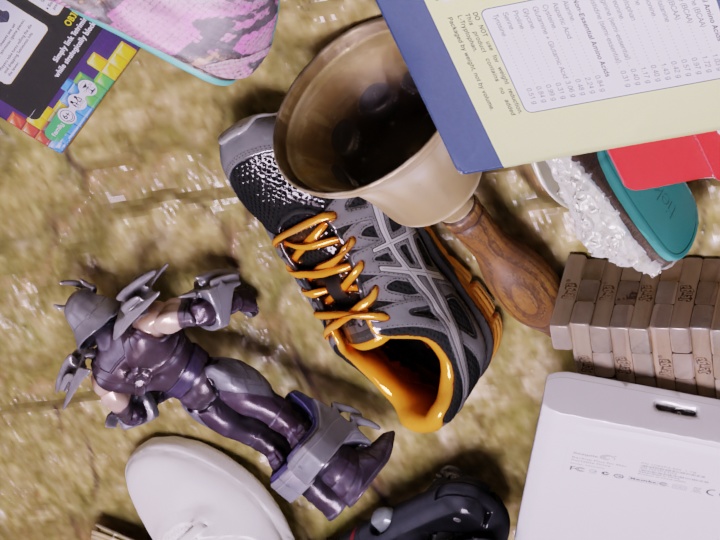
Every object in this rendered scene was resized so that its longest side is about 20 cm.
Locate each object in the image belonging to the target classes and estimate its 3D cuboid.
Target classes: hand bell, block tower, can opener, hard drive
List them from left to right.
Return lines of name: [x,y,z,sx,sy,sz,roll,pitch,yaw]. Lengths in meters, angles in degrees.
can opener: [0.016,0.165,1.362,0.063,0.079,0.200,43,143,-16]
hand bell: [0.054,-0.026,1.164,0.104,0.104,0.200,-14,140,29]
hard drive: [0.153,0.117,1.251,0.131,0.026,0.200,11,153,4]
block tower: [0.199,0.031,1.176,0.199,0.054,0.058,2,133,16]

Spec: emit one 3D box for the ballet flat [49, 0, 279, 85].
ballet flat: [-0.128,-0.144,1.030,0.199,0.069,0.071,19,117,-6]

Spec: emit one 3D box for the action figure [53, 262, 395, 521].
action figure: [-0.082,0.063,1.290,0.200,0.069,0.130,34,141,-10]

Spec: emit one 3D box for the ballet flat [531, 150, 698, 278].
ballet flat: [0.094,-0.073,1.103,0.072,0.072,0.200,-11,129,26]

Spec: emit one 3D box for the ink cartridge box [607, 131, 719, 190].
ink cartridge box: [0.192,-0.112,1.029,0.199,0.067,0.116,-11,128,27]

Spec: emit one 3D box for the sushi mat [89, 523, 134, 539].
sushi mat: [-0.075,0.217,1.445,0.199,0.012,0.096,21,144,10]

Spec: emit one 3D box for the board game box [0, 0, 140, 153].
board game box: [-0.158,-0.167,1.095,0.165,0.057,0.200,33,133,-12]

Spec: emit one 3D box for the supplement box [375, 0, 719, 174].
supplement box: [0.104,-0.165,0.874,0.199,0.134,0.200,-9,130,25]

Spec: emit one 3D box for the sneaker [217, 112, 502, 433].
sneaker: [0.000,0.000,1.193,0.078,0.077,0.200,-25,120,37]

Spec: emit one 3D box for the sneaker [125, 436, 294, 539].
sneaker: [-0.075,0.187,1.355,0.075,0.088,0.200,-39,88,36]
